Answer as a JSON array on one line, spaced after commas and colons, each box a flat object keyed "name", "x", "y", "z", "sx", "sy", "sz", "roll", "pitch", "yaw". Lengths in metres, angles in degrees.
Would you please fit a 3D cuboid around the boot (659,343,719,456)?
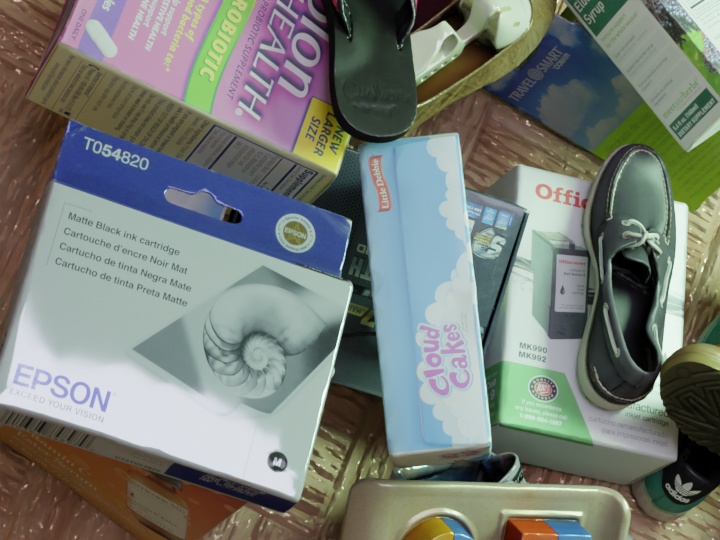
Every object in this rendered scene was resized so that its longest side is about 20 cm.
[{"name": "boot", "x": 0.277, "y": 0.042, "z": 1.665, "sx": 0.175, "sy": 0.066, "sz": 0.201, "roll": 44, "pitch": 41, "yaw": -35}]

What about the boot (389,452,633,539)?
[{"name": "boot", "x": 0.108, "y": 0.173, "z": 1.612, "sx": 0.198, "sy": 0.074, "sz": 0.096, "roll": -2, "pitch": 116, "yaw": -21}]

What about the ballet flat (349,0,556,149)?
[{"name": "ballet flat", "x": 0.064, "y": -0.157, "z": 1.608, "sx": 0.199, "sy": 0.072, "sz": 0.068, "roll": -35, "pitch": 74, "yaw": -18}]

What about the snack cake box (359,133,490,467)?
[{"name": "snack cake box", "x": 0.042, "y": 0.022, "z": 1.512, "sx": 0.067, "sy": 0.115, "sz": 0.202, "roll": -6, "pitch": 82, "yaw": 0}]

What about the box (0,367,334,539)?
[{"name": "box", "x": -0.131, "y": 0.085, "z": 1.498, "sx": 0.152, "sy": 0.200, "sz": 0.107, "roll": 36, "pitch": 65, "yaw": -5}]

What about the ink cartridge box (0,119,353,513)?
[{"name": "ink cartridge box", "x": -0.107, "y": 0.022, "z": 1.394, "sx": 0.198, "sy": 0.041, "sz": 0.201, "roll": 18, "pitch": 66, "yaw": -13}]

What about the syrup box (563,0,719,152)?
[{"name": "syrup box", "x": 0.210, "y": -0.195, "z": 1.654, "sx": 0.081, "sy": 0.079, "sz": 0.200, "roll": -34, "pitch": 81, "yaw": -36}]

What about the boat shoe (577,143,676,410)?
[{"name": "boat shoe", "x": 0.198, "y": -0.003, "z": 1.636, "sx": 0.072, "sy": 0.063, "sz": 0.202, "roll": 16, "pitch": 67, "yaw": -17}]

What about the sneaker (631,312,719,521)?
[{"name": "sneaker", "x": 0.274, "y": 0.095, "z": 1.718, "sx": 0.071, "sy": 0.080, "sz": 0.201, "roll": 35, "pitch": 64, "yaw": -7}]

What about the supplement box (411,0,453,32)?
[{"name": "supplement box", "x": 0.094, "y": -0.257, "z": 1.748, "sx": 0.085, "sy": 0.110, "sz": 0.200, "roll": 38, "pitch": 63, "yaw": -5}]

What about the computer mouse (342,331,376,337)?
[{"name": "computer mouse", "x": -0.016, "y": 0.049, "z": 1.579, "sx": 0.198, "sy": 0.034, "sz": 0.059, "roll": -5, "pitch": 98, "yaw": -6}]

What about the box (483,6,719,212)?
[{"name": "box", "x": 0.201, "y": -0.132, "z": 1.741, "sx": 0.199, "sy": 0.122, "sz": 0.048, "roll": 29, "pitch": 56, "yaw": -9}]

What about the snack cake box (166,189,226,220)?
[{"name": "snack cake box", "x": -0.115, "y": -0.107, "z": 1.616, "sx": 0.067, "sy": 0.115, "sz": 0.201, "roll": 21, "pitch": 66, "yaw": -13}]

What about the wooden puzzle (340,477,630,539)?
[{"name": "wooden puzzle", "x": 0.079, "y": 0.235, "z": 1.568, "sx": 0.198, "sy": 0.046, "sz": 0.187, "roll": 5, "pitch": 105, "yaw": -18}]

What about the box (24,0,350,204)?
[{"name": "box", "x": -0.091, "y": -0.161, "z": 1.524, "sx": 0.199, "sy": 0.097, "sz": 0.177, "roll": 26, "pitch": 65, "yaw": -13}]

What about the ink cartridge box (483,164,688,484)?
[{"name": "ink cartridge box", "x": 0.154, "y": 0.039, "z": 1.688, "sx": 0.145, "sy": 0.084, "sz": 0.202, "roll": 12, "pitch": 68, "yaw": -18}]

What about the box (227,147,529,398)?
[{"name": "box", "x": 0.000, "y": 0.000, "z": 1.618, "sx": 0.199, "sy": 0.051, "sz": 0.159, "roll": 19, "pitch": 94, "yaw": -8}]

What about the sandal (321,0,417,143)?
[{"name": "sandal", "x": 0.007, "y": -0.178, "z": 1.481, "sx": 0.074, "sy": 0.045, "sz": 0.201, "roll": 0, "pitch": 64, "yaw": -17}]
